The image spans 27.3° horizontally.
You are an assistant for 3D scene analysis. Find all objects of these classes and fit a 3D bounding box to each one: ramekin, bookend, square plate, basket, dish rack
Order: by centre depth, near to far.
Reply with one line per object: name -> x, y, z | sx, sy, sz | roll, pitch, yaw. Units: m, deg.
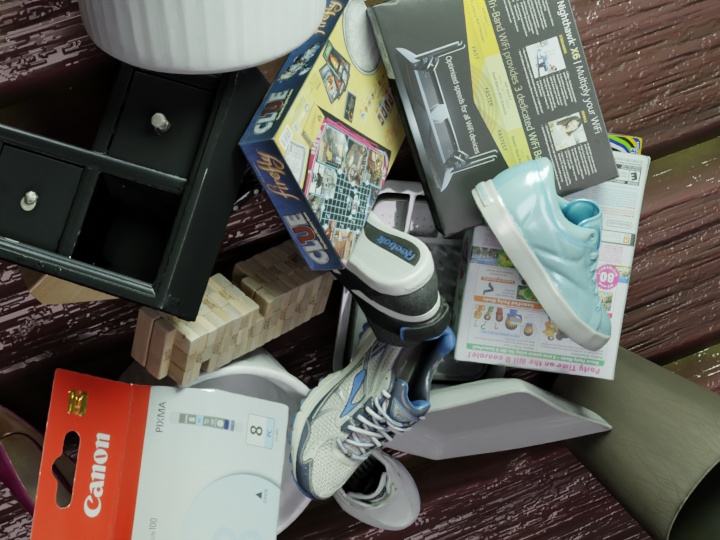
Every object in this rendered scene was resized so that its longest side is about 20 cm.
ramekin -> -0.116, -0.226, 1.079 | 0.200, 0.201, 0.098 | -14, 128, -18
bookend -> -0.197, -0.086, 1.138 | 0.198, 0.092, 0.201 | 18, 85, 12
ramekin -> -0.137, 0.152, 1.333 | 0.200, 0.098, 0.201 | -11, 119, -20
dish rack -> 0.060, 0.016, 1.362 | 0.171, 0.044, 0.201 | 4, 103, -18
square plate -> 0.108, 0.139, 1.392 | 0.198, 0.029, 0.200 | -14, 158, 29
basket -> 0.292, 0.166, 1.467 | 0.180, 0.200, 0.136 | -30, 135, -24

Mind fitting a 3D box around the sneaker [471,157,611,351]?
sneaker -> 0.173, -0.012, 1.213 | 0.082, 0.074, 0.200 | -31, 128, 13

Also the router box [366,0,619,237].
router box -> 0.110, -0.148, 1.228 | 0.157, 0.052, 0.201 | -18, 100, -3

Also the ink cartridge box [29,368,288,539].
ink cartridge box -> -0.157, 0.171, 1.194 | 0.200, 0.047, 0.161 | 16, 70, -32

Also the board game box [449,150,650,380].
board game box -> 0.164, -0.013, 1.311 | 0.147, 0.064, 0.201 | 8, 96, -6

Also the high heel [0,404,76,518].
high heel -> -0.247, 0.183, 1.242 | 0.067, 0.200, 0.096 | -34, 133, -26

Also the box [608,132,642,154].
box -> 0.208, -0.030, 1.386 | 0.064, 0.070, 0.201 | 2, 99, -23

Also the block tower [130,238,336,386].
block tower -> -0.101, 0.032, 1.260 | 0.200, 0.054, 0.058 | -28, 146, -43

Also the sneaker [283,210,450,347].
sneaker -> 0.000, 0.000, 1.260 | 0.073, 0.200, 0.112 | -32, 132, -15

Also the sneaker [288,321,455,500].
sneaker -> 0.012, 0.114, 1.284 | 0.077, 0.085, 0.200 | 35, 83, -39

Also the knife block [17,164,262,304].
knife block -> -0.179, -0.069, 1.218 | 0.199, 0.064, 0.176 | -5, 117, -23

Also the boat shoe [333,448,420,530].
boat shoe -> 0.000, 0.205, 1.444 | 0.074, 0.067, 0.200 | -43, 125, 1

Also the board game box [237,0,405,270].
board game box -> -0.021, -0.117, 1.205 | 0.035, 0.200, 0.136 | -5, 131, 30
